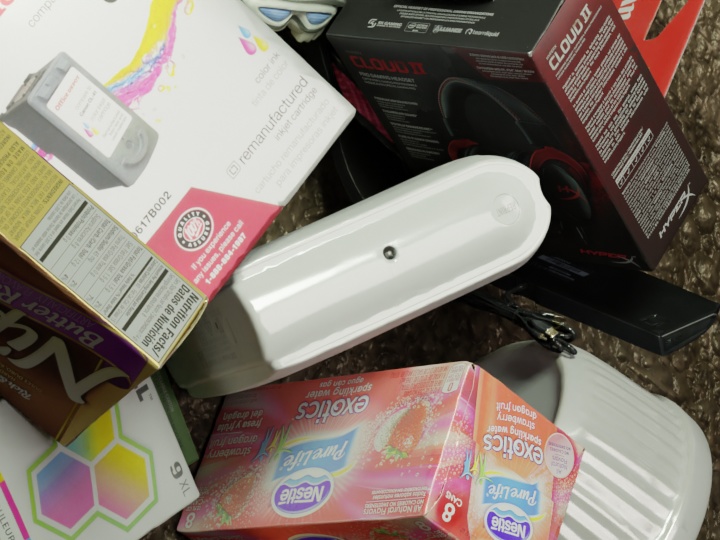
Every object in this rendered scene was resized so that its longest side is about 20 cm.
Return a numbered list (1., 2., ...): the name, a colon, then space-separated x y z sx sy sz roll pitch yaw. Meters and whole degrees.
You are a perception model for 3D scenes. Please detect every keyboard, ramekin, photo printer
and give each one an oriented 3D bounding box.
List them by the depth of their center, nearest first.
1. photo printer: 0.000 0.000 1.497 0.200 0.166 0.070 -24 92 -23
2. ramekin: 0.096 0.135 1.595 0.105 0.200 0.201 39 59 -23
3. keyboard: 0.104 0.010 1.623 0.127 0.200 0.021 -19 123 -46

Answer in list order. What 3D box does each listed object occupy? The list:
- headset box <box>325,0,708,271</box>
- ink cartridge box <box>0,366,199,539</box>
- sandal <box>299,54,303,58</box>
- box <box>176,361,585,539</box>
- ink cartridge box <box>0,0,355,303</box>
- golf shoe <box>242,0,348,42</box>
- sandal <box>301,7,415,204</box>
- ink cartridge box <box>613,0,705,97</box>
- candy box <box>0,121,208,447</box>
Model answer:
1. headset box: 0.084 -0.098 1.533 0.075 0.148 0.200 -57 135 -26
2. ink cartridge box: -0.151 0.096 1.448 0.200 0.059 0.104 -32 105 -43
3. sandal: -0.082 -0.104 1.537 0.211 0.069 0.078 2 83 -44
4. box: 0.009 0.120 1.502 0.103 0.200 0.095 39 59 -34
5. ink cartridge box: -0.125 -0.090 1.393 0.200 0.086 0.148 43 71 -16
6. golf shoe: 0.009 -0.188 1.577 0.078 0.097 0.200 46 33 23
7. sandal: 0.010 -0.103 1.617 0.075 0.045 0.201 -18 86 -53
8. ink cartridge box: 0.132 -0.165 1.681 0.045 0.176 0.200 45 55 -31
9. candy box: -0.185 -0.011 1.348 0.200 0.117 0.057 42 52 -9
